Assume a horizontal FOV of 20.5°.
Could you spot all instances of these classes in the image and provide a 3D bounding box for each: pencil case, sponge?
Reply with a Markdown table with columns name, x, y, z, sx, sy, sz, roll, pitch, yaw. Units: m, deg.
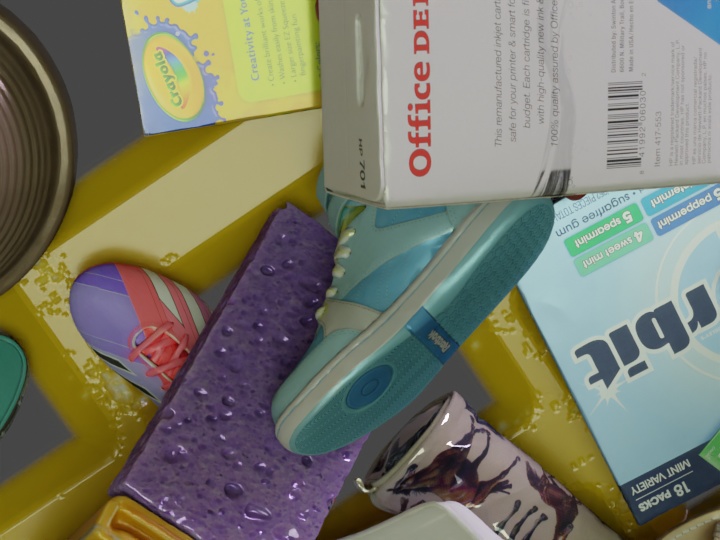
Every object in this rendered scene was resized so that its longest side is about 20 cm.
| name | x | y | z | sx | sy | sz | roll | pitch | yaw |
| --- | --- | --- | --- | --- | --- | --- | --- | --- | --- |
| pencil case | 0.089 | 0.159 | 1.175 | 0.200 | 0.078 | 0.090 | 42 | 70 | -12 |
| sponge | -0.047 | 0.072 | 1.118 | 0.111 | 0.030 | 0.201 | 36 | 61 | -12 |

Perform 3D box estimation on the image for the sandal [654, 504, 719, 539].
| name | x | y | z | sx | sy | sz | roll | pitch | yaw |
| --- | --- | --- | --- | --- | --- | --- | --- | --- | --- |
| sandal | 0.233 | 0.170 | 1.149 | 0.211 | 0.070 | 0.078 | -33 | 102 | -21 |

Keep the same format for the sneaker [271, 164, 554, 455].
| name | x | y | z | sx | sy | sz | roll | pitch | yaw |
| --- | --- | --- | --- | --- | --- | --- | --- | --- | --- |
| sneaker | 0.000 | 0.000 | 1.113 | 0.200 | 0.080 | 0.130 | -44 | 62 | -8 |

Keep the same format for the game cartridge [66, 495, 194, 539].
| name | x | y | z | sx | sy | sz | roll | pitch | yaw |
| --- | --- | --- | --- | --- | --- | --- | --- | --- | --- |
| game cartridge | -0.106 | 0.212 | 1.137 | 0.176 | 0.200 | 0.033 | 35 | 57 | -10 |

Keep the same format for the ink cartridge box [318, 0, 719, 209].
| name | x | y | z | sx | sy | sz | roll | pitch | yaw |
| --- | --- | --- | --- | --- | --- | --- | --- | --- | --- |
| ink cartridge box | 0.083 | -0.113 | 1.009 | 0.198 | 0.086 | 0.148 | -5 | 100 | -22 |

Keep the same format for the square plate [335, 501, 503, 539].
| name | x | y | z | sx | sy | sz | roll | pitch | yaw |
| --- | --- | --- | --- | --- | --- | --- | --- | --- | --- |
| square plate | 0.069 | 0.209 | 1.154 | 0.200 | 0.198 | 0.028 | 44 | 58 | -11 |

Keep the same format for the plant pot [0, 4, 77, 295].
| name | x | y | z | sx | sy | sz | roll | pitch | yaw |
| --- | --- | --- | --- | --- | --- | --- | --- | --- | --- |
| plant pot | -0.260 | -0.060 | 1.100 | 0.199 | 0.093 | 0.203 | -1 | 104 | -3 |

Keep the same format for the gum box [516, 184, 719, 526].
| name | x | y | z | sx | sy | sz | roll | pitch | yaw |
| --- | --- | --- | --- | --- | --- | --- | --- | --- | --- |
| gum box | 0.192 | 0.023 | 1.168 | 0.169 | 0.045 | 0.201 | -28 | 102 | 3 |

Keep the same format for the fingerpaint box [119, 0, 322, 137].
| name | x | y | z | sx | sy | sz | roll | pitch | yaw |
| --- | --- | --- | --- | --- | --- | --- | --- | --- | --- |
| fingerpaint box | -0.055 | -0.189 | 1.090 | 0.165 | 0.073 | 0.202 | -10 | 103 | -2 |

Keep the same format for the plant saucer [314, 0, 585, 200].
| name | x | y | z | sx | sy | sz | roll | pitch | yaw |
| --- | --- | --- | --- | --- | --- | --- | --- | --- | --- |
| plant saucer | 0.104 | -0.169 | 1.076 | 0.199 | 0.037 | 0.201 | 33 | 86 | -24 |

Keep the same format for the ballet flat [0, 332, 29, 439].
| name | x | y | z | sx | sy | sz | roll | pitch | yaw |
| --- | --- | --- | --- | --- | --- | --- | --- | --- | --- |
| ballet flat | -0.268 | 0.117 | 1.145 | 0.072 | 0.072 | 0.201 | 40 | 65 | -11 |

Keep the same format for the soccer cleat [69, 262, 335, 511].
| name | x | y | z | sx | sy | sz | roll | pitch | yaw |
| --- | --- | --- | --- | --- | --- | --- | --- | --- | --- |
| soccer cleat | -0.088 | 0.073 | 1.147 | 0.067 | 0.077 | 0.200 | -43 | 102 | 7 |
